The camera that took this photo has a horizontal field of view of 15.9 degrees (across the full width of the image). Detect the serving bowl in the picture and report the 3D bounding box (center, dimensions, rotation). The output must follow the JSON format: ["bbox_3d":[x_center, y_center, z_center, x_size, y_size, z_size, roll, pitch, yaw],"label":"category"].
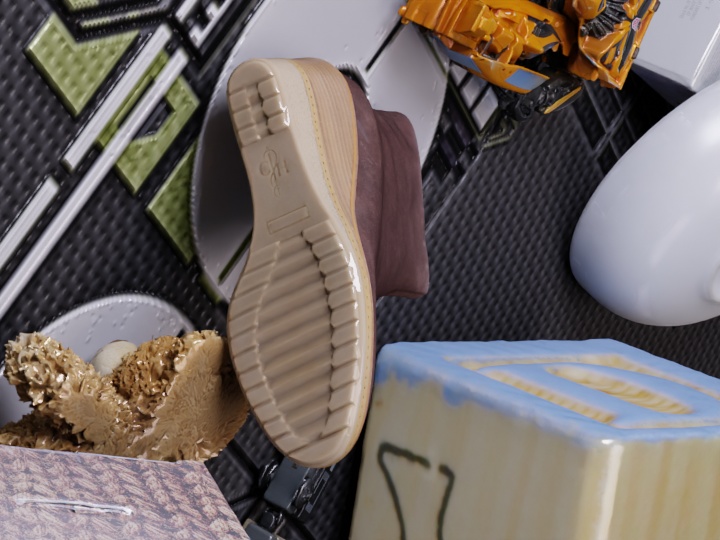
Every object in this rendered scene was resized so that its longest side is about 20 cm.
[{"bbox_3d":[0.225,-0.033,1.539,0.200,0.066,0.200,-27,151,-17],"label":"serving bowl"}]

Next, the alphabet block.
[{"bbox_3d":[0.120,0.157,1.411,0.196,0.195,0.201,1,103,-39],"label":"alphabet block"}]

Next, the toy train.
[{"bbox_3d":[-0.064,0.165,1.350,0.200,0.034,0.046,-60,161,-9],"label":"toy train"}]

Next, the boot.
[{"bbox_3d":[0.000,0.000,1.221,0.166,0.072,0.201,20,59,-62],"label":"boot"}]

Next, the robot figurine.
[{"bbox_3d":[0.099,-0.149,1.344,0.200,0.058,0.145,14,101,-58],"label":"robot figurine"}]

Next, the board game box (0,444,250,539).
[{"bbox_3d":[-0.151,0.182,1.085,0.159,0.097,0.201,8,115,-30],"label":"board game box"}]

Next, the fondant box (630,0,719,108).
[{"bbox_3d":[0.243,-0.153,1.562,0.200,0.058,0.145,29,87,-58],"label":"fondant box"}]

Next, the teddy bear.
[{"bbox_3d":[-0.143,0.092,1.160,0.200,0.067,0.145,-50,137,-12],"label":"teddy bear"}]
